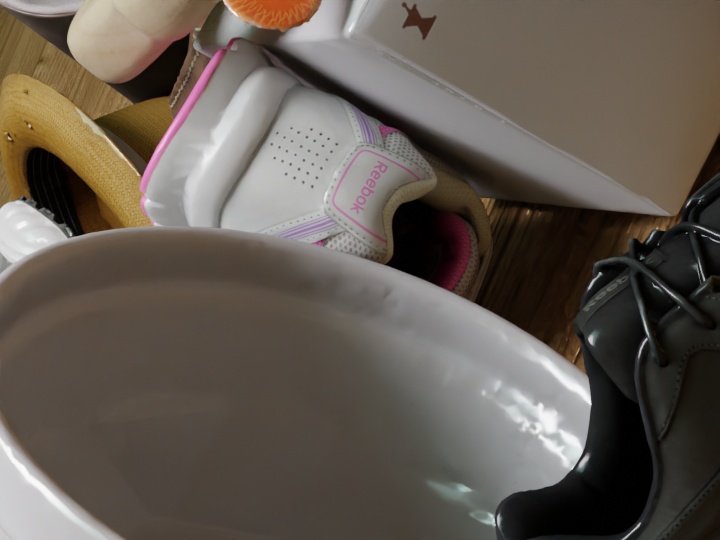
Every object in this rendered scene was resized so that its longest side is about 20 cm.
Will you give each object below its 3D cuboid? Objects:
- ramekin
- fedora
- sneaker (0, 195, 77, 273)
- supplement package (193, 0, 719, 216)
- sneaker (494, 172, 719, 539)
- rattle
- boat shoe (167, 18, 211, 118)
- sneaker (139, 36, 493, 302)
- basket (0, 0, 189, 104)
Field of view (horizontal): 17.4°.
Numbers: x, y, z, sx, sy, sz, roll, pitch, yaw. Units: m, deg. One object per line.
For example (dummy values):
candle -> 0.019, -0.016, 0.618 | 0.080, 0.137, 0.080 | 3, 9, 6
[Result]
ramekin -> -0.022, 0.081, 0.640 | 0.200, 0.200, 0.105 | -102, 28, -60
fedora -> -0.086, -0.018, 1.071 | 0.082, 0.201, 0.201 | -32, 6, -21
sneaker -> -0.120, 0.033, 0.977 | 0.079, 0.074, 0.200 | -42, 30, -15
supplement package -> 0.041, -0.096, 0.762 | 0.117, 0.117, 0.200 | -62, 16, -4
sneaker -> 0.100, 0.006, 0.529 | 0.200, 0.091, 0.076 | -65, 16, 8
rattle -> -0.075, -0.136, 0.733 | 0.130, 0.143, 0.200 | -34, 12, 5
boat shoe -> -0.045, -0.132, 0.957 | 0.202, 0.075, 0.075 | -52, 12, 47
sneaker -> 0.000, 0.000, 0.787 | 0.081, 0.088, 0.200 | -60, -22, -7
basket -> -0.093, -0.158, 1.074 | 0.180, 0.136, 0.200 | -64, -18, 6
